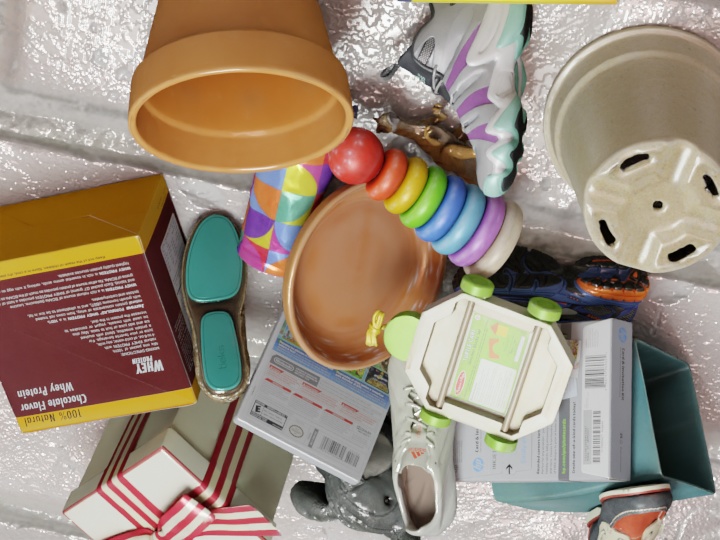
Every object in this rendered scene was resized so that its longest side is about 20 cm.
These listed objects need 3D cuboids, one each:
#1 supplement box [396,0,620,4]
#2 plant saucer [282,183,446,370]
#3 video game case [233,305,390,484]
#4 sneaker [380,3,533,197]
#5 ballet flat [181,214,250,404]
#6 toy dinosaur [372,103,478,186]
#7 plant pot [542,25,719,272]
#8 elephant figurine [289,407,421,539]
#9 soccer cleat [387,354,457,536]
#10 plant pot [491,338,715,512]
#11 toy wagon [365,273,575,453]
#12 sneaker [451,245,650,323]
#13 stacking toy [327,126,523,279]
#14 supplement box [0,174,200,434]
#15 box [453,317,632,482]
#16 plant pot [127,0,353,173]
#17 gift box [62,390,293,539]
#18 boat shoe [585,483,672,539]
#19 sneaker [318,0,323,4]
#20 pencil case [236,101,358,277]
[{"bbox_3d":[0.132,-0.306,1.449,0.199,0.110,0.109,2,121,5],"label":"supplement box"},{"bbox_3d":[0.000,0.000,1.626,0.199,0.037,0.201,-16,117,-34],"label":"plant saucer"},{"bbox_3d":[-0.029,0.098,1.662,0.143,0.201,0.018,29,154,-11],"label":"video game case"},{"bbox_3d":[0.085,-0.168,1.524,0.139,0.078,0.201,3,78,14],"label":"sneaker"},{"bbox_3d":[-0.147,0.043,1.661,0.070,0.201,0.065,0,157,-5],"label":"ballet flat"},{"bbox_3d":[0.096,-0.114,1.607,0.106,0.061,0.200,-29,126,32],"label":"toy dinosaur"},{"bbox_3d":[0.271,-0.099,1.513,0.199,0.184,0.201,2,120,4],"label":"plant pot"},{"bbox_3d":[-0.003,0.215,1.710,0.154,0.200,0.142,-8,120,11],"label":"elephant figurine"},{"bbox_3d":[0.061,0.167,1.634,0.069,0.077,0.201,-8,89,24],"label":"soccer cleat"},{"bbox_3d":[0.235,0.176,1.682,0.199,0.142,0.141,-19,157,29],"label":"plant pot"},{"bbox_3d":[0.104,0.081,1.577,0.199,0.040,0.156,20,110,9],"label":"toy wagon"},{"bbox_3d":[0.191,0.029,1.661,0.199,0.075,0.079,7,124,3],"label":"sneaker"},{"bbox_3d":[0.055,-0.073,1.562,0.199,0.086,0.085,30,118,-16],"label":"stacking toy"},{"bbox_3d":[-0.275,0.036,1.672,0.196,0.133,0.201,-11,118,11],"label":"supplement box"},{"bbox_3d":[0.178,0.133,1.628,0.199,0.157,0.041,-8,165,42],"label":"box"},{"bbox_3d":[-0.108,-0.191,1.458,0.199,0.141,0.200,-3,158,-1],"label":"plant pot"},{"bbox_3d":[-0.176,0.235,1.737,0.200,0.187,0.184,41,123,-15],"label":"gift box"},{"bbox_3d":[0.266,0.256,1.621,0.071,0.063,0.200,-1,159,-6],"label":"boat shoe"},{"bbox_3d":[-0.129,-0.276,1.510,0.199,0.077,0.076,13,119,-4],"label":"sneaker"},{"bbox_3d":[-0.065,-0.092,1.608,0.088,0.089,0.201,15,121,-4],"label":"pencil case"}]
